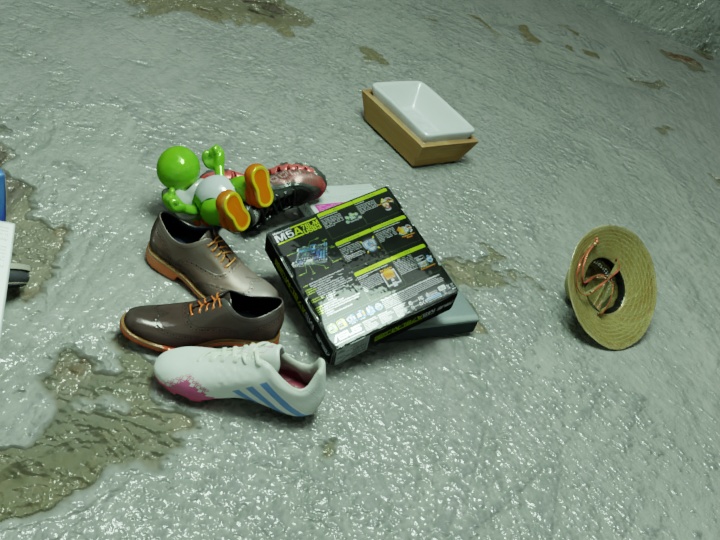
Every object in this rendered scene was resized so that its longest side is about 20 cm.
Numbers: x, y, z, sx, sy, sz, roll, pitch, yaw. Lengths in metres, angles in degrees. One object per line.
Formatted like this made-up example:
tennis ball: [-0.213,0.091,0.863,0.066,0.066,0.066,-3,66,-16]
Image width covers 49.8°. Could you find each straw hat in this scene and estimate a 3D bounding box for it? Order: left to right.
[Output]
straw hat: [0.375,0.024,1.239,0.196,0.207,0.084,-3,-1,-30]

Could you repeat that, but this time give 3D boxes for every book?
book: [-0.007,-0.075,1.177,0.130,0.049,0.201,-4,32,-24]

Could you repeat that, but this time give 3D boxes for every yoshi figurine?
yoshi figurine: [-0.212,-0.117,1.032,0.197,0.115,0.111,10,-2,44]

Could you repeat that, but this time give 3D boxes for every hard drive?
hard drive: [0.055,0.039,1.104,0.195,0.033,0.141,-3,43,-31]

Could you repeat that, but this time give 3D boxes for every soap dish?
soap dish: [0.110,-0.284,1.501,0.155,0.082,0.201,-12,48,-38]

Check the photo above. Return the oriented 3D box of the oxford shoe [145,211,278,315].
oxford shoe: [-0.189,-0.007,1.001,0.196,0.074,0.072,26,36,5]

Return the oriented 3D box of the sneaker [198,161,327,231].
sneaker: [-0.140,-0.104,1.138,0.195,0.072,0.099,-7,48,-15]

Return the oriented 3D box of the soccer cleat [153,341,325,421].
soccer cleat: [-0.131,0.108,0.874,0.195,0.088,0.071,14,36,-11]

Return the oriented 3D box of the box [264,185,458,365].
box: [0.000,0.000,1.028,0.196,0.048,0.195,-23,62,-23]

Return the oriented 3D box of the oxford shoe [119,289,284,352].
oxford shoe: [-0.186,0.052,0.928,0.195,0.074,0.072,2,41,-25]

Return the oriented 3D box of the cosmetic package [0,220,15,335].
cosmetic package: [-0.405,0.049,0.752,0.105,0.085,0.205,12,56,-28]

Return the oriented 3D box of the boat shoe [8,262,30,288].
boat shoe: [-0.456,0.033,0.844,0.197,0.072,0.065,-13,90,-45]

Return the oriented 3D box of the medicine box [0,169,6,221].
medicine box: [-0.550,-0.098,0.904,0.181,0.105,0.198,39,40,23]
